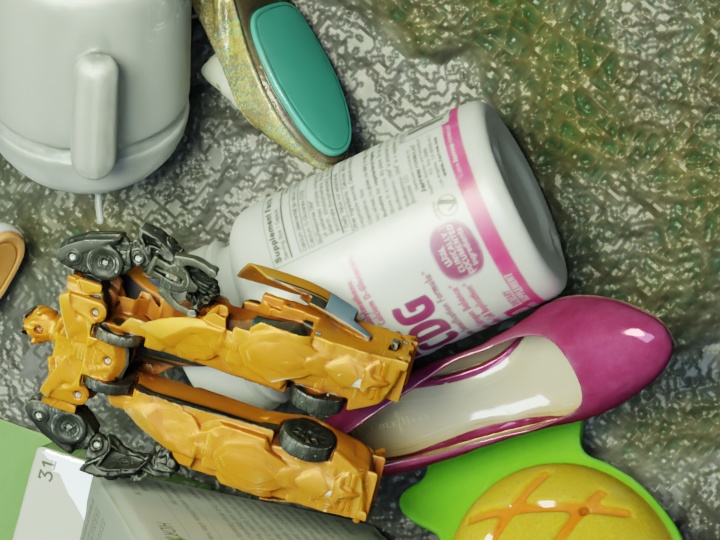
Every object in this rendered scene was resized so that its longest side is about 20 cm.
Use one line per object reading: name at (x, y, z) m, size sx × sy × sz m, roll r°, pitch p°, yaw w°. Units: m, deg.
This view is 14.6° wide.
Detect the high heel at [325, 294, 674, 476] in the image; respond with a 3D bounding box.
high heel at (0.066, 0.067, 1.469) m, size 0.199 × 0.096 × 0.068 m, roll -9°, pitch 109°, yaw 37°

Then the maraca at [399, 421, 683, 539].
maraca at (0.100, 0.155, 1.503) m, size 0.137 × 0.107 × 0.201 m, roll -30°, pitch 62°, yaw 2°

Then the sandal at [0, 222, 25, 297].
sandal at (-0.244, 0.068, 1.566) m, size 0.059 × 0.079 × 0.207 m, roll 39°, pitch 96°, yaw 26°

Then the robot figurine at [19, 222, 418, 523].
robot figurine at (-0.077, 0.052, 1.448) m, size 0.199 × 0.058 × 0.146 m, roll 18°, pitch 115°, yaw 6°

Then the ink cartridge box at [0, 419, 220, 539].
ink cartridge box at (-0.193, 0.164, 1.596) m, size 0.199 × 0.048 × 0.146 m, roll 17°, pitch 97°, yaw 9°

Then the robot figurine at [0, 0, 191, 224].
robot figurine at (-0.147, -0.124, 1.508) m, size 0.112 × 0.170 × 0.201 m, roll 0°, pitch 130°, yaw -5°

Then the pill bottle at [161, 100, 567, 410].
pill bottle at (0.000, 0.000, 1.508) m, size 0.199 × 0.113 × 0.114 m, roll -25°, pitch 88°, yaw 13°

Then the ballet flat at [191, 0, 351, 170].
ballet flat at (-0.069, -0.139, 1.546) m, size 0.070 × 0.071 × 0.201 m, roll -26°, pitch 88°, yaw 13°

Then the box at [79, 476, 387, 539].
box at (-0.069, 0.231, 1.470) m, size 0.170 × 0.200 × 0.200 m, roll 13°, pitch 96°, yaw -15°
